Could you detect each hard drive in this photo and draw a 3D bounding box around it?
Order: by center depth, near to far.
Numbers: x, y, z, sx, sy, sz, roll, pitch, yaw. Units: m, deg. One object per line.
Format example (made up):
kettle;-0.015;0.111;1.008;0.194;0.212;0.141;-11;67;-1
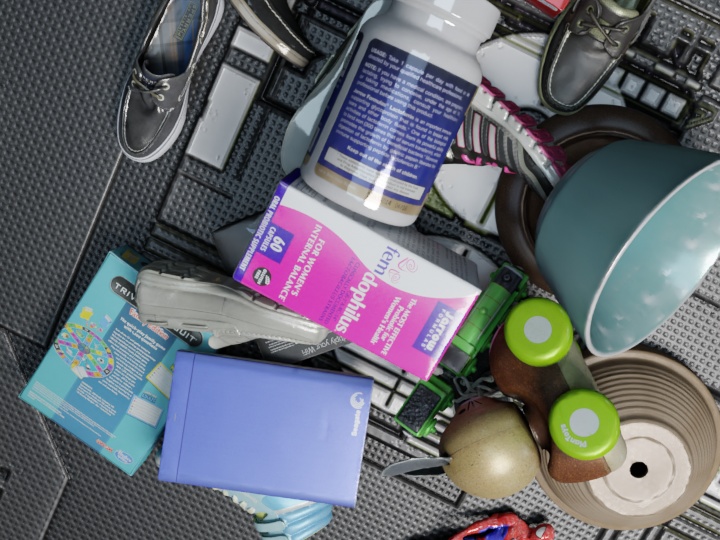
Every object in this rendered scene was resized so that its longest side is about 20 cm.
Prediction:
hard drive;-0.095;0.159;0.810;0.200;0.025;0.132;9;91;-2

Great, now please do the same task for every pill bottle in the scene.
pill bottle;0.036;-0.150;0.698;0.116;0.116;0.200;25;104;1

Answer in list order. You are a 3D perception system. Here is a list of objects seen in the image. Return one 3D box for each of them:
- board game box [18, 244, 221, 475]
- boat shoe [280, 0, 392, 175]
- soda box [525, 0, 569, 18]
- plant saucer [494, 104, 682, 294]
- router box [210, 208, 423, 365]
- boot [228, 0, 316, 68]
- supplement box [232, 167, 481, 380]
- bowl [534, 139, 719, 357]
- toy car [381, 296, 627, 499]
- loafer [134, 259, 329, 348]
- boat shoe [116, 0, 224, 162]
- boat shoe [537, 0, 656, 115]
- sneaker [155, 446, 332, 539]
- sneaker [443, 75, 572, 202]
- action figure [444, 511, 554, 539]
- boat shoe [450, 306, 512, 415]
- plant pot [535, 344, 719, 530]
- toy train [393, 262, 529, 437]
board game box;-0.251;0.098;0.868;0.151;0.047;0.200;36;102;-1
boat shoe;-0.010;-0.174;0.780;0.071;0.064;0.200;32;102;-13
soda box;0.117;-0.317;0.738;0.200;0.063;0.070;31;103;-1
plant saucer;0.235;-0.063;0.793;0.200;0.032;0.201;1;101;7
router box;-0.030;-0.005;0.821;0.200;0.052;0.157;-20;99;9
boot;-0.070;-0.312;0.758;0.151;0.073;0.200;-36;90;12
supplement box;0.000;0.000;0.739;0.200;0.103;0.101;27;105;-3
bowl;0.231;-0.034;0.702;0.105;0.201;0.201;43;106;36
toy car;0.116;0.135;0.711;0.200;0.164;0.158;-27;68;10
loafer;-0.126;0.043;0.783;0.200;0.070;0.070;14;109;13
boat shoe;-0.195;-0.199;0.793;0.070;0.066;0.200;31;102;0
boat shoe;0.229;-0.240;0.739;0.072;0.066;0.201;30;101;2
sneaker;-0.122;0.245;0.867;0.200;0.080;0.131;-1;100;7
sneaker;0.117;-0.122;0.764;0.200;0.074;0.087;46;114;13
action figure;0.114;0.310;0.872;0.200;0.052;0.066;-20;95;7
boat shoe;0.122;0.127;0.822;0.073;0.068;0.200;-2;101;6
plant pot;0.271;0.181;0.805;0.200;0.093;0.201;1;101;5
toy train;0.098;0.075;0.772;0.042;0.056;0.200;33;85;18
